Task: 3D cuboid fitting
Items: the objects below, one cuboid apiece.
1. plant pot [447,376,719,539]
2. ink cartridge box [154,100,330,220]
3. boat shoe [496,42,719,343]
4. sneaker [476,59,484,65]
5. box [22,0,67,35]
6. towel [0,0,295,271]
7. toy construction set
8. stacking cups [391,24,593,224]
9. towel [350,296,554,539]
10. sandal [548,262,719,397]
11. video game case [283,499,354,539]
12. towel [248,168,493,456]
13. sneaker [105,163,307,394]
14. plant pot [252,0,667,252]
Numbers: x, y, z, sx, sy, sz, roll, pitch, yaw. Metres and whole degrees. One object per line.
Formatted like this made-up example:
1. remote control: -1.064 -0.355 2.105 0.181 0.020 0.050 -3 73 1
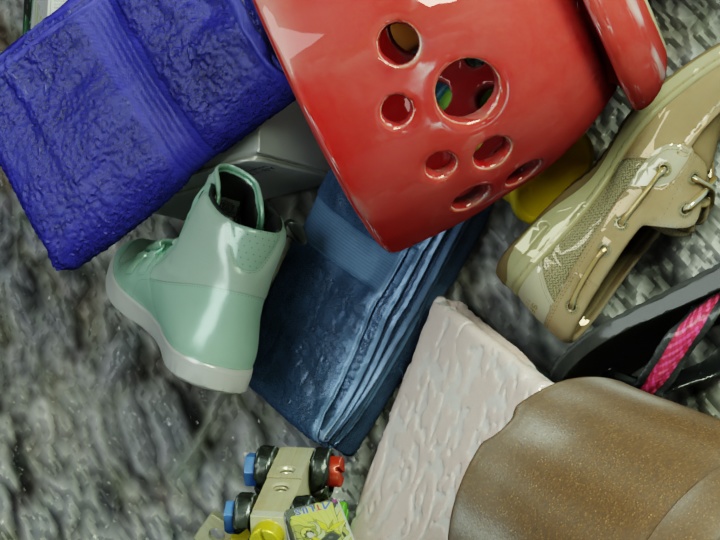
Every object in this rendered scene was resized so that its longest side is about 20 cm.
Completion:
1. plant pot: 0.160 0.153 1.437 0.198 0.200 0.201 28 100 50
2. ink cartridge box: -0.089 -0.143 1.784 0.145 0.083 0.201 -13 71 40
3. boat shoe: 0.162 -0.046 1.555 0.200 0.071 0.065 -47 73 19
4. sneaker: 0.032 -0.178 1.668 0.070 0.094 0.200 -38 63 -23
5. box: -0.191 -0.173 1.836 0.144 0.036 0.201 -133 47 -72
6. towel: -0.140 -0.112 1.712 0.200 0.050 0.148 -38 67 21
7. toy construction set: -0.049 0.176 1.643 0.200 0.092 0.132 -104 11 -68
8. stacking cups: 0.042 -0.096 1.636 0.200 0.060 0.061 35 104 38
9. towel: 0.045 0.130 1.591 0.201 0.032 0.191 -69 21 6
10. sandal: 0.180 0.031 1.517 0.200 0.075 0.045 -32 72 30
11. video game case: 0.008 0.248 1.485 0.181 0.036 0.201 -115 13 -59
12. towel: 0.000 0.000 1.697 0.112 0.048 0.200 39 107 41
13. sneaker: -0.091 -0.012 1.736 0.200 0.074 0.119 42 116 64
14. plant pot: 0.051 -0.133 1.494 0.182 0.200 0.201 -23 63 7
